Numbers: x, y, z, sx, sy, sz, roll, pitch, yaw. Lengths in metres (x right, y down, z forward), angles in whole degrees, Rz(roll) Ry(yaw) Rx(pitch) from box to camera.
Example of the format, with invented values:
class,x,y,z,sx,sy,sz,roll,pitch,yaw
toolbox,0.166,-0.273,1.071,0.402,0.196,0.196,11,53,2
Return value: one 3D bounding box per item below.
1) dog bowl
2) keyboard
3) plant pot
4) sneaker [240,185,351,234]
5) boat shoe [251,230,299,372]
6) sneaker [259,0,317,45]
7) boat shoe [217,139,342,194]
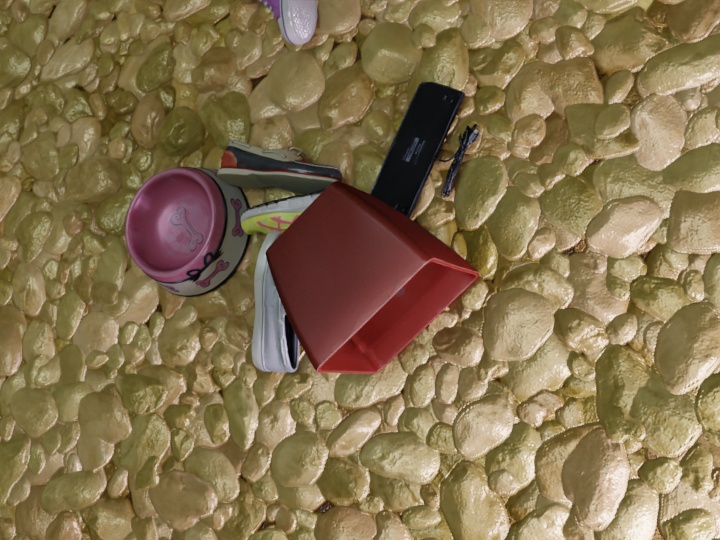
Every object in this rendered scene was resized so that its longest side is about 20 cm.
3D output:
class,x,y,z,sx,sy,sz,roll,pitch,yaw
dog bowl,-0.266,-0.065,1.628,0.200,0.074,0.200,-6,77,26
keyboard,0.094,-0.156,1.490,0.127,0.021,0.200,26,93,35
plant pot,0.000,0.000,1.392,0.200,0.200,0.176,-44,70,13
sneaker,-0.089,-0.061,1.537,0.200,0.078,0.090,-7,99,38
boat shoe,-0.105,0.046,1.515,0.071,0.070,0.201,8,102,19
sneaker,-0.131,-0.408,1.636,0.114,0.073,0.201,-21,60,26
boat shoe,-0.114,-0.151,1.570,0.200,0.071,0.063,8,71,25
